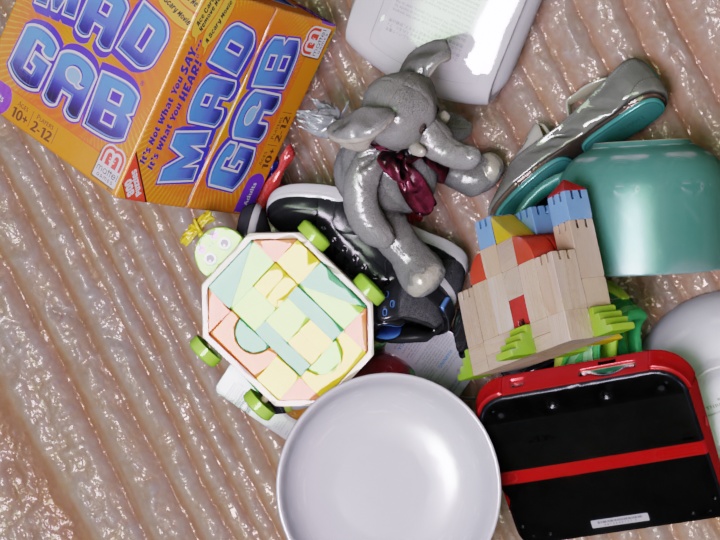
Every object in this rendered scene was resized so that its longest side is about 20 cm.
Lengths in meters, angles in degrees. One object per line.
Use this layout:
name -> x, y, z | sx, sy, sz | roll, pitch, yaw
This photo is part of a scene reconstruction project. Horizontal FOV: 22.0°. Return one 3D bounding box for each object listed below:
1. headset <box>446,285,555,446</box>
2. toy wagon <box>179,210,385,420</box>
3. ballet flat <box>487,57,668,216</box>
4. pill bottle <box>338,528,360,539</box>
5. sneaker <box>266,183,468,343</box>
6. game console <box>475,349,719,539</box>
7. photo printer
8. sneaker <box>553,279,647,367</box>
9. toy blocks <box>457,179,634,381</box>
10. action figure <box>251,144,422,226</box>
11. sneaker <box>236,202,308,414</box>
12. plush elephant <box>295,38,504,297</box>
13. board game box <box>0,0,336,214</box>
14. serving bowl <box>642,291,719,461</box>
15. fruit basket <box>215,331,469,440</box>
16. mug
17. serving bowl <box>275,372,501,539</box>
headset -> 0.138, 0.074, 1.702 | 0.123, 0.094, 0.201 | 37, 93, -9
toy wagon -> -0.082, 0.029, 1.647 | 0.200, 0.040, 0.155 | 44, 93, -2
ballet flat -> 0.191, -0.121, 1.699 | 0.200, 0.067, 0.064 | -37, 58, 16
pill bottle -> 0.001, 0.316, 1.729 | 0.114, 0.114, 0.200 | 40, 146, 8
sneaker -> 0.000, 0.000, 1.695 | 0.199, 0.112, 0.073 | 20, 145, -8
game console -> 0.213, 0.159, 1.645 | 0.198, 0.031, 0.178 | -11, 121, 19
photo printer -> 0.085, -0.261, 1.698 | 0.165, 0.069, 0.201 | 25, 106, 12
sneaker -> 0.212, 0.111, 1.664 | 0.083, 0.074, 0.202 | 31, 121, 50
toy blocks -> 0.144, 0.007, 1.597 | 0.200, 0.099, 0.138 | -27, 71, 57
action figure -> -0.043, -0.093, 1.763 | 0.198, 0.065, 0.100 | 2, 104, 15
sneaker -> -0.064, 0.034, 1.703 | 0.082, 0.072, 0.202 | -10, 93, 1
plush elephant -> 0.044, -0.111, 1.634 | 0.200, 0.155, 0.165 | 40, 63, 0
board game box -> -0.186, -0.191, 1.695 | 0.199, 0.199, 0.201 | 34, 105, 30
serving bowl -> 0.336, 0.122, 1.671 | 0.198, 0.066, 0.202 | 2, 97, 16
fruit basket -> -0.011, 0.096, 1.776 | 0.199, 0.094, 0.186 | 32, 105, -6
mug -> 0.234, -0.056, 1.631 | 0.183, 0.152, 0.115 | -3, 93, -12
serving bowl -> 0.021, 0.192, 1.631 | 0.198, 0.066, 0.202 | 1, 82, -9
